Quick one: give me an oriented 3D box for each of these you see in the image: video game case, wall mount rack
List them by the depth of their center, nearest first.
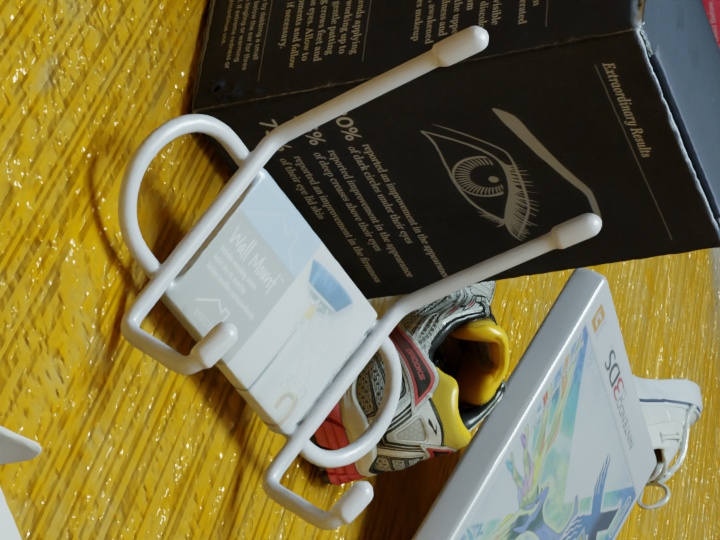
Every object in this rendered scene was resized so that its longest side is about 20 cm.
[{"bbox_3d":[0.000,0.000,0.781,0.174,0.074,0.200,-52,134,-15],"label":"wall mount rack"},{"bbox_3d":[0.088,0.128,1.000,0.200,0.022,0.183,-56,147,-24],"label":"video game case"}]

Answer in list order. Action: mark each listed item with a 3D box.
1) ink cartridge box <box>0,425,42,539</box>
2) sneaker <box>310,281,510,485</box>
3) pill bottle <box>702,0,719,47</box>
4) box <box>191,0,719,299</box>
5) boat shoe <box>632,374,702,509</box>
[{"bbox_3d":[-0.157,0.072,0.370,0.200,0.128,0.126,-61,139,-58],"label":"ink cartridge box"},{"bbox_3d":[0.040,0.042,0.953,0.200,0.082,0.078,-59,137,-59],"label":"sneaker"},{"bbox_3d":[0.125,-0.122,1.065,0.111,0.199,0.111,-7,90,-70],"label":"pill bottle"},{"bbox_3d":[0.049,-0.077,0.853,0.148,0.199,0.105,58,31,-48],"label":"box"},{"bbox_3d":[0.183,0.117,1.311,0.202,0.074,0.087,14,70,-65],"label":"boat shoe"}]
